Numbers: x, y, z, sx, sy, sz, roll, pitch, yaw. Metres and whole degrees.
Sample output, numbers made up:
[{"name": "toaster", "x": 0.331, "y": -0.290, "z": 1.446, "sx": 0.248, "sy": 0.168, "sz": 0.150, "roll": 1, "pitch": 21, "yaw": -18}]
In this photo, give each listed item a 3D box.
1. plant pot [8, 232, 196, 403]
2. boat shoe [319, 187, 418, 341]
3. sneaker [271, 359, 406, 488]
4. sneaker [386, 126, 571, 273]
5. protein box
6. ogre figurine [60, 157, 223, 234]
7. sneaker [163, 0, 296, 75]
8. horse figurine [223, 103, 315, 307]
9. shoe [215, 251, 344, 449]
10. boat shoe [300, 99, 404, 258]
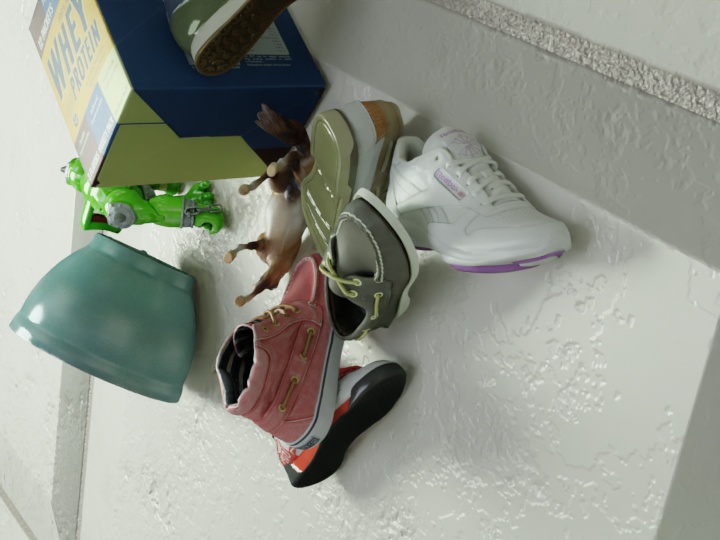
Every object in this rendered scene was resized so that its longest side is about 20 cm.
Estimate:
[{"name": "plant pot", "x": -0.259, "y": 0.042, "z": 1.413, "sx": 0.200, "sy": 0.200, "sz": 0.134, "roll": 25, "pitch": 88, "yaw": 51}, {"name": "boat shoe", "x": 0.002, "y": 0.002, "z": 1.046, "sx": 0.072, "sy": 0.060, "sz": 0.202, "roll": 48, "pitch": 165, "yaw": 19}, {"name": "sneaker", "x": -0.036, "y": 0.109, "z": 1.189, "sx": 0.108, "sy": 0.067, "sz": 0.201, "roll": 62, "pitch": 143, "yaw": 24}, {"name": "sneaker", "x": 0.080, "y": -0.055, "z": 0.988, "sx": 0.200, "sy": 0.075, "sz": 0.100, "roll": 20, "pitch": 113, "yaw": 52}, {"name": "protein box", "x": -0.175, "y": -0.201, "z": 1.218, "sx": 0.135, "sy": 0.198, "sz": 0.200, "roll": -55, "pitch": 52, "yaw": 44}, {"name": "ogre figurine", "x": -0.240, "y": -0.086, "z": 1.399, "sx": 0.200, "sy": 0.120, "sz": 0.098, "roll": 56, "pitch": 137, "yaw": 32}, {"name": "sneaker", "x": -0.088, "y": -0.264, "z": 1.114, "sx": 0.200, "sy": 0.067, "sz": 0.090, "roll": -42, "pitch": 63, "yaw": 3}, {"name": "horse figurine", "x": -0.076, "y": -0.054, "z": 1.193, "sx": 0.050, "sy": 0.133, "sz": 0.200, "roll": 20, "pitch": 111, "yaw": 18}, {"name": "shoe", "x": -0.067, "y": 0.053, "z": 1.139, "sx": 0.071, "sy": 0.091, "sz": 0.200, "roll": -30, "pitch": 42, "yaw": 39}, {"name": "boat shoe", "x": -0.005, "y": -0.073, "z": 1.112, "sx": 0.075, "sy": 0.068, "sz": 0.200, "roll": 62, "pitch": 161, "yaw": 20}]
